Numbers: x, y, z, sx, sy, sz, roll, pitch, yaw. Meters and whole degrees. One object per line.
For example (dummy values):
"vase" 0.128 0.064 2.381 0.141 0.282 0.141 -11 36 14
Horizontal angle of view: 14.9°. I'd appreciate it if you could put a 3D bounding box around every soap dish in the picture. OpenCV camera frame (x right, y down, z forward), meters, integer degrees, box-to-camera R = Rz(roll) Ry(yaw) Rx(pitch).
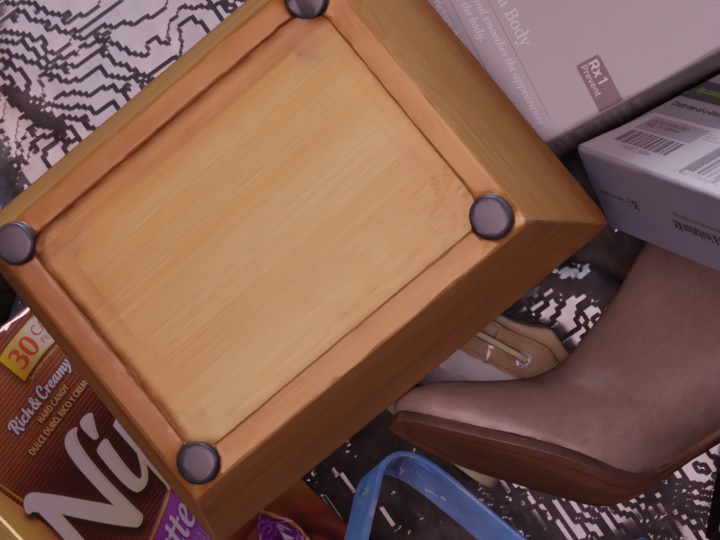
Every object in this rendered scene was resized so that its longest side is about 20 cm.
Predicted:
"soap dish" -0.033 -0.015 1.051 0.200 0.081 0.157 -40 84 10

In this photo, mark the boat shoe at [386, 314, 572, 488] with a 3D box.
"boat shoe" 0.000 0.000 1.134 0.200 0.075 0.068 40 94 -5

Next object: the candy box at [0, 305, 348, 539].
"candy box" -0.089 0.107 1.121 0.200 0.056 0.117 43 51 5

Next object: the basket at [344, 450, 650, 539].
"basket" 0.065 0.180 1.062 0.200 0.176 0.139 40 129 -13

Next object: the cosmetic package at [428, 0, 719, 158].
"cosmetic package" 0.117 -0.125 1.108 0.200 0.090 0.107 -30 84 10

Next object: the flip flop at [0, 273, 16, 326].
"flip flop" -0.219 0.052 1.165 0.058 0.081 0.200 42 101 19

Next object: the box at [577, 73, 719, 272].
"box" 0.201 -0.065 1.035 0.200 0.156 0.041 -29 108 -12

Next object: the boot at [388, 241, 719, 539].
"boot" 0.122 0.025 1.101 0.200 0.070 0.146 18 77 -13
